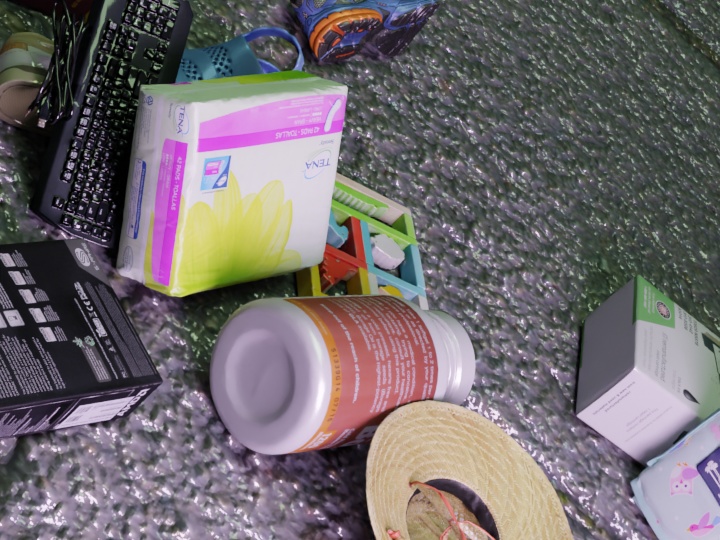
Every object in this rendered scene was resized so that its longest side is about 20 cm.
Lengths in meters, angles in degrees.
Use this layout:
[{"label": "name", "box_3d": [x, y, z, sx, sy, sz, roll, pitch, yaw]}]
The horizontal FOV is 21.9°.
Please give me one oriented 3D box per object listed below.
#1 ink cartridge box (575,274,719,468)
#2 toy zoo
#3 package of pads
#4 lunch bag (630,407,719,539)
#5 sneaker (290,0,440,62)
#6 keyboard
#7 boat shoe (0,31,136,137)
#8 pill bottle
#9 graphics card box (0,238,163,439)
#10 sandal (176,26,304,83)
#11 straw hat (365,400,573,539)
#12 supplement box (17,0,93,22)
[{"label": "ink cartridge box", "box_3d": [0.300, 0.122, 1.719, 0.200, 0.084, 0.146, 36, 34, -17]}, {"label": "toy zoo", "box_3d": [0.000, 0.000, 1.562, 0.131, 0.020, 0.200, 25, 37, -30]}, {"label": "package of pads", "box_3d": [-0.093, -0.066, 1.407, 0.068, 0.155, 0.200, 19, 19, 31]}, {"label": "lunch bag", "box_3d": [0.356, 0.207, 1.611, 0.200, 0.170, 0.122, 46, 24, 0]}, {"label": "sneaker", "box_3d": [0.007, -0.256, 1.805, 0.078, 0.075, 0.200, 53, 31, 15]}, {"label": "keyboard", "box_3d": [-0.188, -0.123, 1.360, 0.104, 0.040, 0.200, 19, 77, -22]}, {"label": "boat shoe", "box_3d": [-0.186, -0.126, 1.432, 0.200, 0.075, 0.068, 24, 44, -30]}, {"label": "pill bottle", "box_3d": [-0.007, 0.074, 1.387, 0.200, 0.112, 0.112, -1, 55, -49]}, {"label": "graphics card box", "box_3d": [-0.235, 0.045, 1.211, 0.200, 0.051, 0.126, -8, 61, -52]}, {"label": "sandal", "box_3d": [-0.119, -0.165, 1.544, 0.200, 0.087, 0.080, -16, 69, -53]}, {"label": "straw hat", "box_3d": [0.055, 0.199, 1.350, 0.201, 0.085, 0.201, 25, 42, -25]}, {"label": "supplement box", "box_3d": [-0.285, -0.288, 1.482, 0.200, 0.086, 0.110, 18, 42, -38]}]
